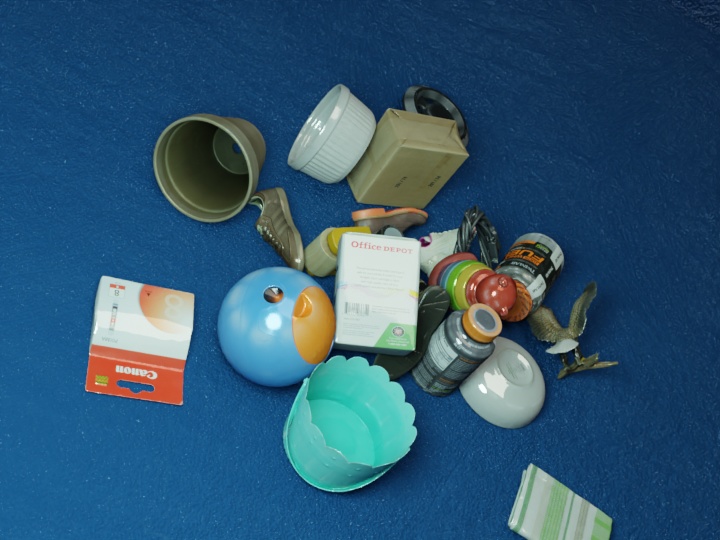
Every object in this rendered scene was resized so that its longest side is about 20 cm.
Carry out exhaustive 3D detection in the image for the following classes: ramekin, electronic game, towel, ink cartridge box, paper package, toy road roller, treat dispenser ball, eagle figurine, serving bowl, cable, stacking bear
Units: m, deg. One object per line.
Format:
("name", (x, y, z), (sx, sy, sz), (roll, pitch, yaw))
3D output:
("ramekin", (-0.054, -0.277, 1.879), (0.105, 0.200, 0.201), (32, 44, -18))
("electronic game", (0.185, -0.372, 2.206), (0.199, 0.042, 0.201), (22, 48, -26))
("towel", (0.368, 0.467, 1.656), (0.200, 0.031, 0.149), (36, 47, -5))
("ink cartridge box", (0.026, 0.043, 1.604), (0.144, 0.088, 0.201), (6, 77, -8))
("paper package", (0.099, -0.233, 1.930), (0.190, 0.200, 0.104), (3, 54, -31))
("toy road roller", (0.000, 0.000, 1.740), (0.199, 0.123, 0.147), (-1, 67, -32))
("treat dispenser ball", (-0.141, 0.094, 1.515), (0.200, 0.201, 0.202), (17, 48, -19))
("eagle figurine", (0.435, 0.123, 1.907), (0.151, 0.151, 0.201), (1, 65, -19))
("serving bowl", (0.288, 0.209, 1.784), (0.199, 0.066, 0.201), (18, 47, -20))
("ink cartridge box", (-0.359, 0.112, 1.475), (0.161, 0.050, 0.201), (13, 46, -23))
("cable", (0.232, -0.040, 1.886), (0.051, 0.200, 0.163), (17, 57, 34))
("stacking bear", (0.225, 0.036, 1.720), (0.113, 0.200, 0.122), (-1, 97, -26))

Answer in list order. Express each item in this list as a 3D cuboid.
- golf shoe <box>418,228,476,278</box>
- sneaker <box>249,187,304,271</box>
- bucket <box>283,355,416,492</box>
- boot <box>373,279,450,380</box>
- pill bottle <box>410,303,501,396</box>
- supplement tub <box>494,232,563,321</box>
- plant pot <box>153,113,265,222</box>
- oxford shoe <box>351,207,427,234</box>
("golf shoe", (0.180, -0.059, 1.931), (0.091, 0.075, 0.200), (39, 43, 7))
("sneaker", (-0.164, -0.072, 1.745), (0.075, 0.071, 0.201), (-11, 56, -15))
("bucket", (-0.025, 0.261, 1.498), (0.206, 0.135, 0.208), (17, 47, -19))
("boot", (0.085, 0.107, 1.725), (0.073, 0.204, 0.154), (34, 1, -14))
("pill bottle", (0.182, 0.143, 1.674), (0.106, 0.200, 0.107), (17, 48, -20))
("supplement tub", (0.352, 0.016, 1.938), (0.122, 0.123, 0.200), (39, 44, 2))
("plant pot", (-0.267, -0.214, 1.716), (0.200, 0.200, 0.174), (36, 28, -1))
("oxford shoe", (0.064, -0.093, 1.904), (0.199, 0.071, 0.073), (-5, 87, -38))
